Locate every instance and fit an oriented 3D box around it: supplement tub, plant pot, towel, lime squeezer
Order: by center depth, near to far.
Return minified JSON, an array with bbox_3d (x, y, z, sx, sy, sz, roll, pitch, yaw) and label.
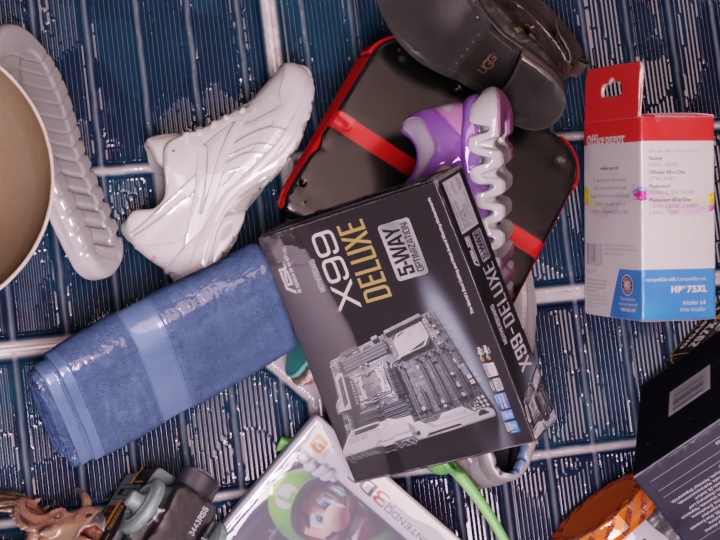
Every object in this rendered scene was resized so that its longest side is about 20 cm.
[{"bbox_3d":[-0.326,-0.057,1.377,0.200,0.134,0.201,2,82,-18],"label":"plant pot"},{"bbox_3d":[-0.147,0.060,1.437,0.200,0.112,0.049,-28,49,-16],"label":"towel"},{"bbox_3d":[0.040,0.147,1.491,0.199,0.038,0.071,24,83,-1],"label":"lime squeezer"},{"bbox_3d":[0.245,0.263,1.520,0.122,0.123,0.200,-39,96,-18],"label":"supplement tub"}]

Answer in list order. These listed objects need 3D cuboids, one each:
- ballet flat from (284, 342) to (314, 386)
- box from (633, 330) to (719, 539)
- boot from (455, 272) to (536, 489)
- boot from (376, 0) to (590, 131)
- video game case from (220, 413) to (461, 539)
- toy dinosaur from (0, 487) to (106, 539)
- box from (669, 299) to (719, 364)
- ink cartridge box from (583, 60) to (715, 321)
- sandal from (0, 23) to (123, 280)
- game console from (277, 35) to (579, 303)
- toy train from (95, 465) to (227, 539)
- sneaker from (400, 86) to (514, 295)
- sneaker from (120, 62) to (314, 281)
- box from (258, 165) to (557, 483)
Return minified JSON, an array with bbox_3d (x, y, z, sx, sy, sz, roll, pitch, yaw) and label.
[{"bbox_3d":[0.000,0.000,1.506,0.064,0.076,0.201,21,80,-25],"label":"ballet flat"},{"bbox_3d":[0.304,0.162,1.485,0.104,0.200,0.182,-37,97,18],"label":"box"},{"bbox_3d":[0.115,0.070,1.518,0.073,0.096,0.201,6,81,-17],"label":"boot"},{"bbox_3d":[0.097,-0.198,1.526,0.200,0.174,0.069,43,115,-11],"label":"boot"},{"bbox_3d":[-0.031,0.242,1.470,0.182,0.023,0.200,42,85,-8],"label":"video game case"},{"bbox_3d":[-0.290,0.197,1.388,0.199,0.086,0.136,20,67,2],"label":"toy dinosaur"},{"bbox_3d":[0.379,0.089,1.624,0.200,0.049,0.160,47,70,-7],"label":"box"},{"bbox_3d":[0.228,-0.063,1.547,0.067,0.116,0.201,-1,92,-16],"label":"ink cartridge box"},{"bbox_3d":[-0.241,-0.084,1.449,0.050,0.082,0.203,-21,91,24],"label":"sandal"},{"bbox_3d":[0.057,-0.067,1.491,0.200,0.031,0.177,32,75,-9],"label":"game console"},{"bbox_3d":[-0.171,0.229,1.393,0.085,0.114,0.200,36,69,-19],"label":"toy train"},{"bbox_3d":[0.067,-0.035,1.437,0.088,0.080,0.201,0,96,12],"label":"sneaker"},{"bbox_3d":[-0.110,-0.088,1.481,0.099,0.078,0.200,34,74,-7],"label":"sneaker"},{"bbox_3d":[0.033,0.041,1.402,0.050,0.157,0.201,-34,105,-58],"label":"box"}]
